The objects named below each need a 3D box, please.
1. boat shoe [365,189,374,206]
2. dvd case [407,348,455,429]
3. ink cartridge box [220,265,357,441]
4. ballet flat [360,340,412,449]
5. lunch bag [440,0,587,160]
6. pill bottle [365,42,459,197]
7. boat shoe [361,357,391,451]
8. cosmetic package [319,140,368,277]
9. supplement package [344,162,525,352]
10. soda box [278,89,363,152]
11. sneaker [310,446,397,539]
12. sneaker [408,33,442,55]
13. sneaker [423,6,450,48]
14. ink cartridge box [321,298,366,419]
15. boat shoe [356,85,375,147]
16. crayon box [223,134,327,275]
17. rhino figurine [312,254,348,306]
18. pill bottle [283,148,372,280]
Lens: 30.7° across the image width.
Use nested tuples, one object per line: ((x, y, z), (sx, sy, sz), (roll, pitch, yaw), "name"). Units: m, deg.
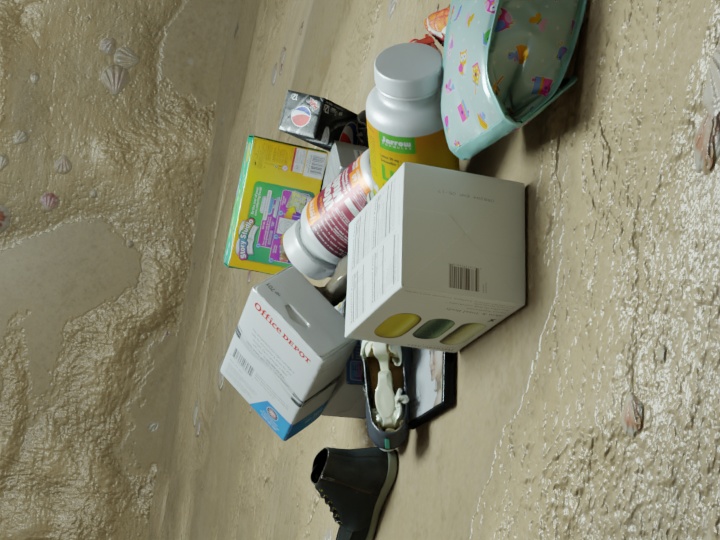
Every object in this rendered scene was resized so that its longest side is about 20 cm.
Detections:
((0.034, -0.005, 1.674), (0.062, 0.074, 0.202), (-17, 84, 28), "boat shoe")
((0.089, 0.092, 1.690), (0.143, 0.017, 0.202), (134, 143, -64), "dvd case")
((-0.101, 0.116, 1.818), (0.146, 0.086, 0.201), (45, 138, 17), "ink cartridge box")
((0.033, 0.130, 1.696), (0.073, 0.072, 0.202), (137, 134, -64), "ballet flat")
((0.160, -0.230, 1.451), (0.170, 0.121, 0.202), (158, 126, -70), "lunch bag")
((0.064, -0.168, 1.590), (0.111, 0.110, 0.201), (-101, 3, -49), "pill bottle")
((0.030, 0.140, 1.764), (0.074, 0.060, 0.202), (-6, 72, 47), "boat shoe")
((-0.015, -0.086, 1.985), (0.090, 0.106, 0.201), (-104, 26, -54), "cosmetic package")
((0.084, -0.009, 1.529), (0.200, 0.151, 0.152), (135, 140, -63), "supplement package")
((-0.044, -0.218, 2.007), (0.200, 0.070, 0.064), (14, -88, -63), "soda box")
((-0.029, 0.318, 1.809), (0.075, 0.105, 0.201), (-108, 32, -57), "sneaker")
((0.095, -0.245, 1.689), (0.109, 0.067, 0.201), (67, 171, -16), "sneaker")
((0.136, -0.317, 1.700), (0.077, 0.073, 0.200), (-48, 18, 2), "sneaker")
((-0.006, 0.097, 1.904), (0.137, 0.076, 0.201), (126, 147, -58), "ink cartridge box")
((0.024, -0.217, 1.986), (0.072, 0.067, 0.201), (-102, 26, -50), "boat shoe")
((-0.129, -0.094, 1.981), (0.058, 0.118, 0.202), (-153, 74, -75), "crayon box")
((0.000, 0.000, 1.802), (0.200, 0.060, 0.087), (-39, -9, 22), "rhino figurine")
((-0.015, -0.077, 1.864), (0.200, 0.109, 0.110), (-39, 39, 33), "pill bottle")
